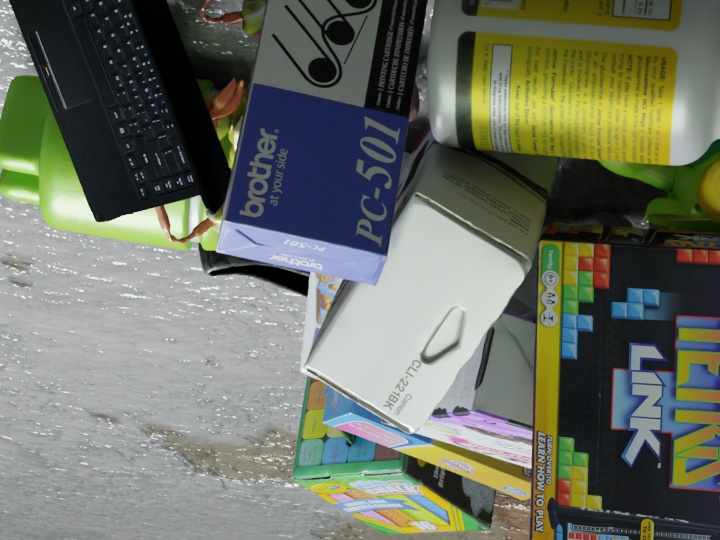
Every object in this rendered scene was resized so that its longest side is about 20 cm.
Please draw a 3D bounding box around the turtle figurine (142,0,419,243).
[{"bbox_3d":[-0.043,-0.102,1.254,0.161,0.200,0.064,-1,-154,-31],"label":"turtle figurine"}]

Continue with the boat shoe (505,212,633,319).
[{"bbox_3d":[0.108,0.018,1.454,0.200,0.072,0.068,-33,139,24],"label":"boat shoe"}]

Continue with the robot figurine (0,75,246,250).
[{"bbox_3d":[-0.143,-0.076,1.348,0.200,0.116,0.176,9,151,2],"label":"robot figurine"}]

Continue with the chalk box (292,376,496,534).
[{"bbox_3d":[0.024,0.145,1.777,0.124,0.125,0.200,-8,150,34],"label":"chalk box"}]

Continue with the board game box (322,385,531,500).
[{"bbox_3d":[0.073,0.078,1.568,0.200,0.153,0.040,23,154,-29],"label":"board game box"}]

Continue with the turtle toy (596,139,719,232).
[{"bbox_3d":[0.236,-0.067,1.232,0.200,0.101,0.146,7,169,0],"label":"turtle toy"}]

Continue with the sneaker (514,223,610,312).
[{"bbox_3d":[0.198,0.027,1.290,0.200,0.074,0.116,11,165,26],"label":"sneaker"}]

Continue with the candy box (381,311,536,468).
[{"bbox_3d":[0.125,0.090,1.353,0.167,0.072,0.200,17,169,-14],"label":"candy box"}]

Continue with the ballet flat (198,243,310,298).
[{"bbox_3d":[-0.048,0.010,1.582,0.200,0.057,0.066,25,153,-31],"label":"ballet flat"}]

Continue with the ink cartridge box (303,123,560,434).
[{"bbox_3d":[0.050,-0.015,1.240,0.084,0.200,0.144,30,118,-4],"label":"ink cartridge box"}]

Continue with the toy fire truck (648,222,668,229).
[{"bbox_3d":[0.249,0.059,1.434,0.176,0.129,0.200,18,117,-18],"label":"toy fire truck"}]

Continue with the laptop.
[{"bbox_3d":[-0.154,-0.112,1.174,0.200,0.178,0.103,-12,-168,42],"label":"laptop"}]

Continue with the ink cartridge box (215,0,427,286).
[{"bbox_3d":[-0.018,-0.097,1.146,0.094,0.200,0.044,13,154,-5],"label":"ink cartridge box"}]

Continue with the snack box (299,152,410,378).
[{"bbox_3d":[0.000,0.000,1.426,0.072,0.024,0.200,20,125,19],"label":"snack box"}]

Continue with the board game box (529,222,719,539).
[{"bbox_3d":[0.188,0.077,1.194,0.165,0.200,0.057,3,-167,14],"label":"board game box"}]

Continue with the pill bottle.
[{"bbox_3d":[0.144,-0.119,1.145,0.200,0.113,0.112,6,156,10],"label":"pill bottle"}]
